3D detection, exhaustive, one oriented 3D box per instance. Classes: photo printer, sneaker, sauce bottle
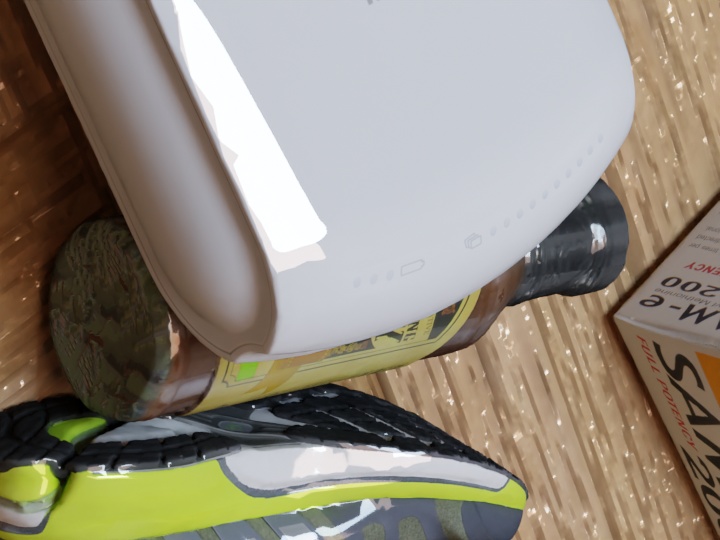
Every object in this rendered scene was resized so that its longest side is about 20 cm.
[{"bbox_3d":[-0.013,-0.083,0.830,0.166,0.069,0.201,-29,99,-36],"label":"photo printer"},{"bbox_3d":[-0.036,0.082,0.903,0.199,0.074,0.081,0,108,-34],"label":"sneaker"},{"bbox_3d":[0.000,0.000,0.909,0.199,0.065,0.065,-13,110,-39],"label":"sauce bottle"}]

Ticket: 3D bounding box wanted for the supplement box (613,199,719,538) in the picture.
[{"bbox_3d":[0.197,0.003,1.074,0.200,0.073,0.126,-45,127,-24],"label":"supplement box"}]
